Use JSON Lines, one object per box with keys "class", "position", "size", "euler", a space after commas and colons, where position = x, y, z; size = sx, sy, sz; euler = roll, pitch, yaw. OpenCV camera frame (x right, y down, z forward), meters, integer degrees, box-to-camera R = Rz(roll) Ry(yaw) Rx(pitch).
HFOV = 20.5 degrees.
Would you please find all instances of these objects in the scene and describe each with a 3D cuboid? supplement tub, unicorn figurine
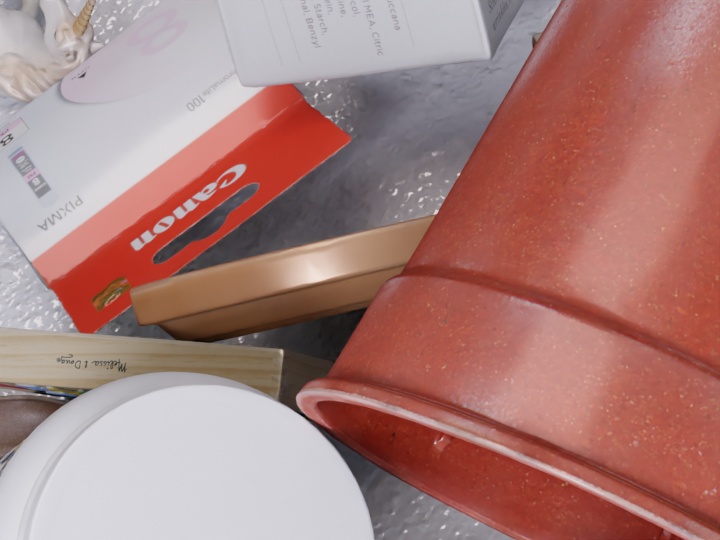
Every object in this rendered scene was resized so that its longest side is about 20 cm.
{"class": "supplement tub", "position": [-0.079, 0.116, 0.766], "size": [0.144, 0.200, 0.145], "euler": [3, 78, -16]}
{"class": "unicorn figurine", "position": [-0.223, -0.127, 1.132], "size": [0.200, 0.074, 0.138], "euler": [-37, 56, 15]}

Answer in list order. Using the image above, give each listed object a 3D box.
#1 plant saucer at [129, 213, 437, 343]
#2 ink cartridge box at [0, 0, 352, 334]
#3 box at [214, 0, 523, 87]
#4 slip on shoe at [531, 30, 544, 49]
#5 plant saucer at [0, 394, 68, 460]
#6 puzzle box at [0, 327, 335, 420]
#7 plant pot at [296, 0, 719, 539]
{"class": "plant saucer", "position": [0.000, 0.000, 0.867], "size": [0.200, 0.200, 0.032], "euler": [-12, 91, 17]}
{"class": "ink cartridge box", "position": [-0.110, -0.063, 0.998], "size": [0.162, 0.057, 0.200], "euler": [-37, 24, -5]}
{"class": "box", "position": [0.006, -0.221, 0.962], "size": [0.130, 0.200, 0.199], "euler": [-5, 28, 22]}
{"class": "slip on shoe", "position": [0.110, -0.074, 0.879], "size": [0.060, 0.200, 0.076], "euler": [-2, 91, 0]}
{"class": "plant saucer", "position": [-0.180, 0.151, 0.921], "size": [0.200, 0.032, 0.201], "euler": [-13, 50, 16]}
{"class": "puzzle box", "position": [-0.090, 0.047, 0.893], "size": [0.199, 0.133, 0.026], "euler": [3, 84, 28]}
{"class": "plant pot", "position": [0.109, -0.001, 0.677], "size": [0.200, 0.201, 0.196], "euler": [18, 77, 34]}
